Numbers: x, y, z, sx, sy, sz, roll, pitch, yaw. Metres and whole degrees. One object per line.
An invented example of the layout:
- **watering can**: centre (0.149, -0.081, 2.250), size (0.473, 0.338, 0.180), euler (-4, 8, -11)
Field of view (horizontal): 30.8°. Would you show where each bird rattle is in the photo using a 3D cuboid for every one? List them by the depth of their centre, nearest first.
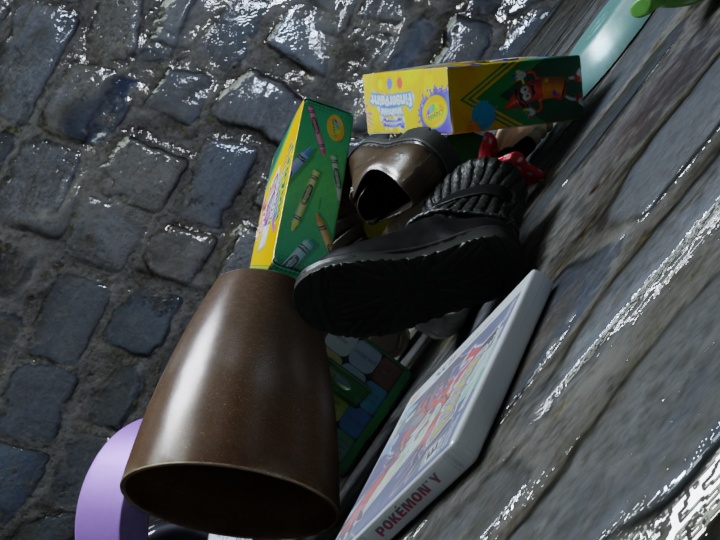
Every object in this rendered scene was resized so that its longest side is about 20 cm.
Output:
- **bird rattle**: centre (0.090, -0.054, 1.346), size (0.200, 0.113, 0.163), euler (-37, -9, 33)

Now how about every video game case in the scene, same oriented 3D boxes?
- **video game case**: centre (0.055, 0.110, 0.932), size (0.182, 0.023, 0.200), euler (-51, 4, 41)

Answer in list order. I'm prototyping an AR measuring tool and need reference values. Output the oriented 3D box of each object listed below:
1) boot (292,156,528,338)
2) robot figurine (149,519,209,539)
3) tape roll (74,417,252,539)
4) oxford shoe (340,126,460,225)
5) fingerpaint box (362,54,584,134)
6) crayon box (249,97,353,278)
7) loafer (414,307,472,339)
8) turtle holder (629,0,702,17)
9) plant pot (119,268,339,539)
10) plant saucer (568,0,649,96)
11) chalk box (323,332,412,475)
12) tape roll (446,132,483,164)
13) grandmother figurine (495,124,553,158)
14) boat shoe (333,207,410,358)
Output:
- **boot**: centre (0.048, -0.022, 1.151), size (0.209, 0.080, 0.158), euler (-10, 30, 9)
- **robot figurine**: centre (-0.198, 0.331, 1.418), size (0.151, 0.125, 0.200), euler (-50, 2, -12)
- **tape roll**: centre (-0.166, 0.235, 1.211), size (0.065, 0.201, 0.201), euler (-8, 36, 40)
- **oxford shoe**: centre (0.013, -0.084, 1.281), size (0.084, 0.073, 0.200), euler (-45, 10, -23)
- **fingerpaint box**: centre (0.120, -0.193, 1.434), size (0.166, 0.074, 0.200), euler (-9, 9, -24)
- **crayon box**: centre (-0.064, -0.058, 1.331), size (0.119, 0.058, 0.201), euler (127, 156, -56)
- **loafer**: centre (0.086, 0.001, 1.229), size (0.070, 0.070, 0.200), euler (-61, -1, 27)
- **turtle holder**: centre (0.286, -0.315, 1.108), size (0.131, 0.141, 0.186), euler (-35, -18, -35)
- **plant pot**: centre (-0.099, 0.107, 1.135), size (0.187, 0.185, 0.202), euler (132, 150, -57)
- **plant saucer**: centre (0.293, -0.281, 1.551), size (0.201, 0.036, 0.200), euler (-53, 3, 4)
- **chalk box**: centre (-0.039, 0.120, 1.293), size (0.124, 0.124, 0.200), euler (-54, 2, -14)
- **tape roll**: centre (0.097, -0.071, 1.560), size (0.200, 0.048, 0.202), euler (24, -90, -84)
- **grandmother figurine**: centre (0.167, -0.122, 1.513), size (0.122, 0.060, 0.200), euler (-62, -5, 34)
- **boat shoe**: centre (0.000, 0.000, 1.458), size (0.071, 0.202, 0.076), euler (-17, 10, 17)
